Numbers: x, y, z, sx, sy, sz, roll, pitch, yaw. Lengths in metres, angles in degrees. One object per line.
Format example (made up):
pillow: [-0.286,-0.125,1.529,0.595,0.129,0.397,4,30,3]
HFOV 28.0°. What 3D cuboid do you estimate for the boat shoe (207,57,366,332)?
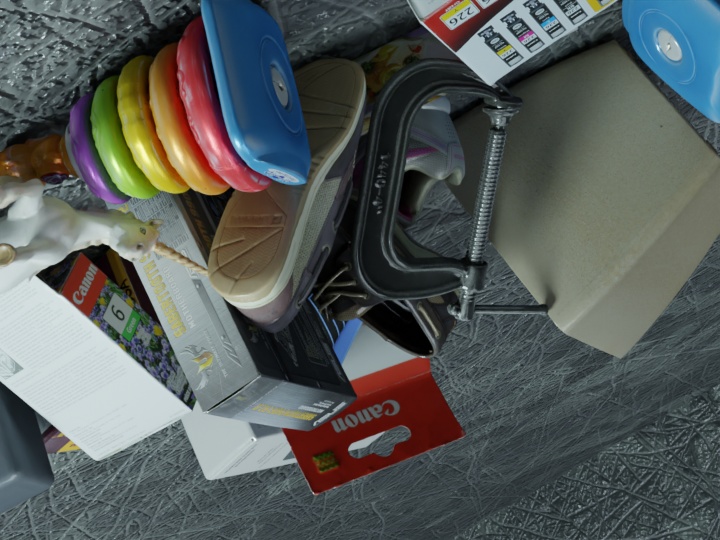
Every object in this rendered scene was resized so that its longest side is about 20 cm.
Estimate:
boat shoe: [-0.041,-0.051,0.940,0.071,0.201,0.065,4,145,21]

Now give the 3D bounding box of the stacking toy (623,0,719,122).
stacking toy: [0.301,-0.216,1.061,0.199,0.110,0.116,-34,152,-13]

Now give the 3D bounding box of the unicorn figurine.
unicorn figurine: [-0.203,-0.007,0.848,0.199,0.074,0.137,-15,177,9]

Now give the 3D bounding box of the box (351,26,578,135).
box: [0.056,-0.149,1.010,0.199,0.039,0.041,-26,160,0]

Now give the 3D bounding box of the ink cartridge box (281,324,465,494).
ink cartridge box: [-0.012,0.073,1.246,0.161,0.201,0.050,-17,155,-27]

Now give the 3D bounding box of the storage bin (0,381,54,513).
storage bin: [-0.335,0.131,1.086,0.199,0.135,0.146,-27,164,1]

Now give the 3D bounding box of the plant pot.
plant pot: [0.200,-0.068,1.193,0.177,0.200,0.200,-41,158,12]

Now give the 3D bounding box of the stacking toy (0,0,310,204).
stacking toy: [-0.138,-0.083,0.880,0.199,0.110,0.116,-16,170,15]

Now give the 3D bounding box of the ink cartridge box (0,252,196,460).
ink cartridge box: [-0.218,0.044,1.038,0.109,0.050,0.200,-28,118,32]

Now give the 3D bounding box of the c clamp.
c clamp: [0.068,-0.054,1.021,0.170,0.027,0.201,-7,114,-26]

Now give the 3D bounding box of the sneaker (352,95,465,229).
sneaker: [-0.005,-0.060,1.087,0.200,0.089,0.081,-35,159,25]

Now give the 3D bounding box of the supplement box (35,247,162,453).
supplement box: [-0.194,0.064,1.172,0.110,0.086,0.200,-4,151,-47]

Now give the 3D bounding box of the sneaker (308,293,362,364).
sneaker: [-0.036,0.015,1.166,0.078,0.070,0.201,25,84,-46]

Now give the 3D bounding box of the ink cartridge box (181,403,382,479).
ink cartridge box: [-0.071,0.096,1.316,0.199,0.146,0.084,-5,151,-46]

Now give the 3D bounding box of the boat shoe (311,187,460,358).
boat shoe: [0.000,0.000,1.045,0.199,0.074,0.074,30,143,-29]

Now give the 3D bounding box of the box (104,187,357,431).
box: [-0.092,0.008,0.985,0.048,0.201,0.158,-33,160,15]

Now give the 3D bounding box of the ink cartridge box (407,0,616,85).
ink cartridge box: [0.131,-0.210,0.881,0.199,0.084,0.175,-32,160,16]
